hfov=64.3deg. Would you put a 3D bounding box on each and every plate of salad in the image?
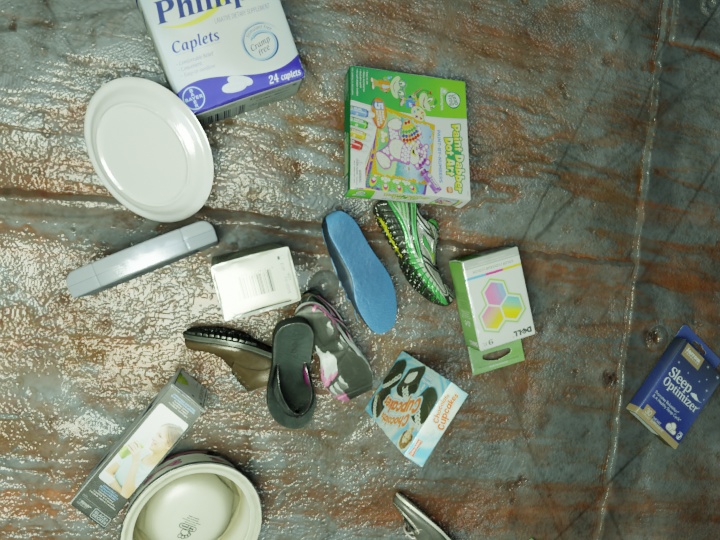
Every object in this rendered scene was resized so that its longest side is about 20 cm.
[{"bbox_3d":[-0.288,-0.164,0.791,0.196,0.048,0.203,8,120,14],"label":"plate of salad"}]

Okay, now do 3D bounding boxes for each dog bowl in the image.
[{"bbox_3d":[-0.247,0.357,0.834,0.197,0.074,0.204,-6,104,-24],"label":"dog bowl"}]

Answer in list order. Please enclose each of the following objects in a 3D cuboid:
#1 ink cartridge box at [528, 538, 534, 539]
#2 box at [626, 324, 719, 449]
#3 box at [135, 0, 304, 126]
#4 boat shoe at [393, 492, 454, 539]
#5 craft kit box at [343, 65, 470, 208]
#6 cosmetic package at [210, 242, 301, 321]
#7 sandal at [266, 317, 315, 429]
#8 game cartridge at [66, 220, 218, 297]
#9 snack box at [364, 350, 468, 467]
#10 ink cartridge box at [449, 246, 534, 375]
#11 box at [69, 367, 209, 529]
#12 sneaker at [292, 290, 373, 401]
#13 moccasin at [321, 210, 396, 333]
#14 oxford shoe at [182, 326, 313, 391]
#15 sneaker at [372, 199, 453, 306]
[{"bbox_3d":[0.242,0.549,0.968,0.197,0.104,0.060,-22,98,-12],"label":"ink cartridge box"},{"bbox_3d":[0.601,0.216,1.078,0.121,0.032,0.201,39,83,-13],"label":"box"},{"bbox_3d":[-0.200,-0.329,0.809,0.181,0.105,0.203,-22,98,-12],"label":"box"},{"bbox_3d":[0.116,0.450,0.950,0.200,0.067,0.057,46,78,-16],"label":"boat shoe"},{"bbox_3d":[0.072,-0.206,0.891,0.194,0.048,0.204,3,77,-17],"label":"craft kit box"},{"bbox_3d":[-0.150,0.009,0.790,0.103,0.200,0.072,-15,98,-11],"label":"cosmetic package"},{"bbox_3d":[-0.099,0.163,0.830,0.074,0.048,0.204,-9,123,-16],"label":"sandal"},{"bbox_3d":[-0.293,-0.017,0.788,0.197,0.133,0.042,-24,99,-12],"label":"game cartridge"},{"bbox_3d":[0.076,0.198,0.857,0.037,0.200,0.117,35,85,-15],"label":"snack box"},{"bbox_3d":[0.223,0.070,0.951,0.102,0.059,0.204,-14,96,-13],"label":"ink cartridge box"},{"bbox_3d":[-0.304,0.243,0.809,0.060,0.117,0.201,41,85,-10],"label":"box"},{"bbox_3d":[-0.037,0.110,0.890,0.079,0.087,0.202,-19,120,8],"label":"sneaker"},{"bbox_3d":[0.000,0.000,0.898,0.079,0.068,0.203,-24,100,-19],"label":"moccasin"},{"bbox_3d":[-0.174,0.139,0.858,0.197,0.073,0.086,20,92,-13],"label":"oxford shoe"},{"bbox_3d":[0.101,-0.034,0.914,0.084,0.078,0.202,-29,99,-11],"label":"sneaker"}]
